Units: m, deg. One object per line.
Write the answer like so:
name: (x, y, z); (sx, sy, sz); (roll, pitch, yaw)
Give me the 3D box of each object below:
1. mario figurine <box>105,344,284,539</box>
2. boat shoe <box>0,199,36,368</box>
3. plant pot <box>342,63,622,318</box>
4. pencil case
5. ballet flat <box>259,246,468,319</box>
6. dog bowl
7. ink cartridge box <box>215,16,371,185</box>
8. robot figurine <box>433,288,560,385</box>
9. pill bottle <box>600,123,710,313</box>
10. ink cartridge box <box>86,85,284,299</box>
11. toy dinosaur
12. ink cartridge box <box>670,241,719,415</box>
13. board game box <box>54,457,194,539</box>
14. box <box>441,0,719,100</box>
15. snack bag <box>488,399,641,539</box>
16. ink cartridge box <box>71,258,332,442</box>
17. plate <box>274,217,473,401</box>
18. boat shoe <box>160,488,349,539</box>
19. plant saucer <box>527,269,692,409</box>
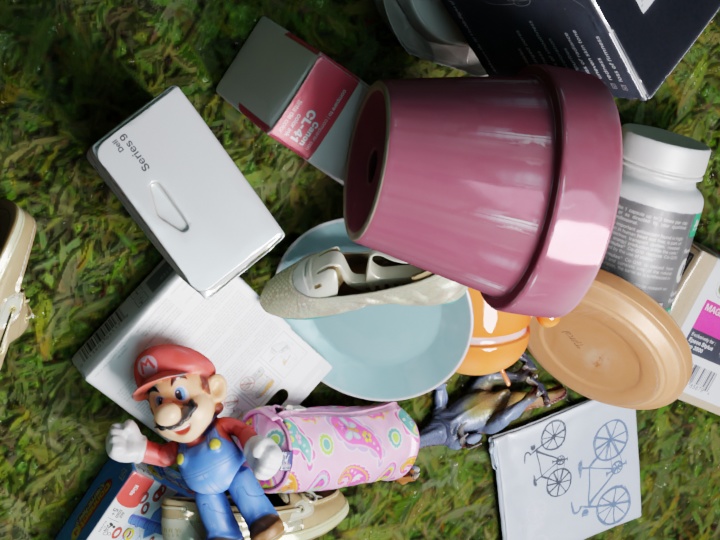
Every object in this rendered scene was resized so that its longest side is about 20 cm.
mario figurine: (-0.146, 0.161, 1.165); (0.123, 0.106, 0.202); (-26, 90, -24)
boat shoe: (-0.320, 0.036, 1.137); (0.066, 0.074, 0.202); (17, 104, -44)
plant pot: (0.087, -0.073, 1.058); (0.177, 0.200, 0.202); (9, 107, -14)
pencil case: (-0.031, 0.168, 1.289); (0.199, 0.087, 0.088); (5, 109, -47)
ballet flat: (0.000, 0.000, 1.203); (0.197, 0.068, 0.063); (-6, 140, 9)
dog bowl: (0.095, -0.281, 1.217); (0.198, 0.059, 0.202); (-10, 114, -24)
ink cartridge box: (-0.012, -0.124, 1.174); (0.199, 0.148, 0.086); (34, 94, -32)
robot figurine: (0.113, 0.015, 1.313); (0.142, 0.117, 0.202); (-8, 110, -23)
pill bottle: (0.289, -0.042, 1.381); (0.112, 0.113, 0.202); (4, 109, -28)
ink cartridge box: (-0.146, -0.063, 1.078); (0.084, 0.200, 0.147); (-38, 101, -8)
toy dinosaur: (0.116, 0.168, 1.400); (0.181, 0.105, 0.200); (-40, 135, 15)
ink cartridge box: (0.391, 0.066, 1.501); (0.199, 0.075, 0.166); (20, 101, -31)
board game box: (-0.207, 0.300, 1.304); (0.195, 0.056, 0.201); (32, 94, -33)
box: (0.158, -0.259, 1.096); (0.124, 0.196, 0.200); (-50, 125, -17)
snack bag: (0.237, 0.239, 1.525); (0.198, 0.021, 0.191); (-19, 117, -20)
ink cartridge box: (-0.146, 0.087, 1.257); (0.163, 0.057, 0.200); (-47, 130, -2)
plate: (0.013, 0.035, 1.273); (0.198, 0.026, 0.202); (7, 119, 13)
boat shoe: (-0.098, 0.228, 1.267); (0.199, 0.073, 0.064); (-8, 97, -31)
plant saucer: (0.240, 0.074, 1.357); (0.032, 0.199, 0.201); (-52, 127, -30)
